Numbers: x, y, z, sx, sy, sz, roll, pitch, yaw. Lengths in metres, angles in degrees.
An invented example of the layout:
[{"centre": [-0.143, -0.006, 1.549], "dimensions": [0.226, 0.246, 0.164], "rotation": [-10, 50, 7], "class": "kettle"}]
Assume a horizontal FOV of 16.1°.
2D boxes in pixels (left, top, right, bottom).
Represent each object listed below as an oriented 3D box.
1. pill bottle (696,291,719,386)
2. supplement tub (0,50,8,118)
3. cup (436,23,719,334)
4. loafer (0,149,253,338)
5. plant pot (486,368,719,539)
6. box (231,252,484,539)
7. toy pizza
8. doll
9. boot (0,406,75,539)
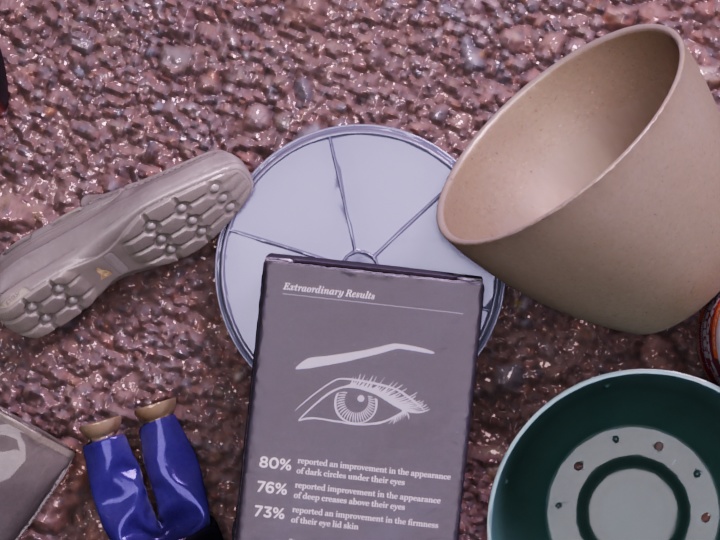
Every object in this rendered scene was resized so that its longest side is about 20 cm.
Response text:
[{"centre": [0.280, 0.044, 1.643], "dimensions": [0.109, 0.200, 0.110], "rotation": [0, 89, 2], "class": "pill bottle"}, {"centre": [-0.348, -0.128, 1.729], "dimensions": [0.200, 0.107, 0.107], "rotation": [-16, 88, 2], "class": "supplement tub"}, {"centre": [0.171, -0.041, 1.672], "dimensions": [0.200, 0.200, 0.143], "rotation": [-41, 111, 1], "class": "cup"}, {"centre": [-0.167, -0.030, 1.732], "dimensions": [0.200, 0.070, 0.070], "rotation": [-28, 50, 5], "class": "loafer"}, {"centre": [0.183, 0.163, 1.666], "dimensions": [0.200, 0.161, 0.201], "rotation": [0, 89, 3], "class": "plant pot"}, {"centre": [0.000, 0.095, 1.675], "dimensions": [0.148, 0.104, 0.200], "rotation": [7, 89, 1], "class": "box"}, {"centre": [0.000, 0.000, 1.745], "dimensions": [0.200, 0.032, 0.201], "rotation": [0, 89, 2], "class": "toy pizza"}, {"centre": [-0.125, 0.191, 1.737], "dimensions": [0.136, 0.048, 0.200], "rotation": [-17, 88, -7], "class": "doll"}, {"centre": [-0.317, 0.167, 1.738], "dimensions": [0.182, 0.073, 0.200], "rotation": [26, 97, -10], "class": "boot"}]
